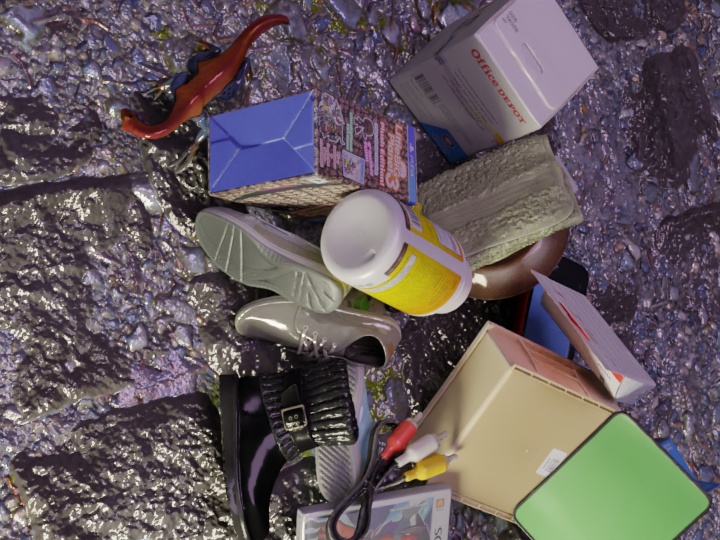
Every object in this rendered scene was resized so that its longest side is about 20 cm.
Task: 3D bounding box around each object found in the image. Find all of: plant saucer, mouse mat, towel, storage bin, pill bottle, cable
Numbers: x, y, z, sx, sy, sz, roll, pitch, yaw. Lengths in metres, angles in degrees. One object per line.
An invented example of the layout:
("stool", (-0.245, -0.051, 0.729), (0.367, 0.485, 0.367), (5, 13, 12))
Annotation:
("plant saucer", (0.168, -0.062, 1.563), (0.037, 0.199, 0.201), (57, 44, -65))
("mouse mat", (0.306, 0.292, 1.483), (0.161, 0.008, 0.200), (46, 103, 9))
("towel", (0.166, -0.084, 1.522), (0.199, 0.037, 0.149), (-24, 60, 4))
("storage bin", (0.194, 0.199, 1.515), (0.198, 0.094, 0.200), (25, 109, -27))
("pill bottle", (0.049, -0.013, 1.394), (0.200, 0.109, 0.110), (28, 66, -52))
("cable", (0.022, 0.234, 1.395), (0.097, 0.050, 0.200), (47, 50, 10))

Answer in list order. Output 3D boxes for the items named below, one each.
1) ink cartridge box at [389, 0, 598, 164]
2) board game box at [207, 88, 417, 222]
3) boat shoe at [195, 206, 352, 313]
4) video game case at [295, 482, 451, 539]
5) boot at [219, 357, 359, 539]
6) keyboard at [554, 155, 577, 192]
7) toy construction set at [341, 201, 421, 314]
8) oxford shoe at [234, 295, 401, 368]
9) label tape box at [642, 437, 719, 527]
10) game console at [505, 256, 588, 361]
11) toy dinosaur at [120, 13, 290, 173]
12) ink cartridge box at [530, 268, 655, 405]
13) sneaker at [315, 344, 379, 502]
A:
("ink cartridge box", (0.173, -0.257, 1.577), (0.145, 0.200, 0.147), (-45, 106, -29))
("board game box", (-0.053, -0.128, 1.403), (0.200, 0.159, 0.097), (11, 75, -53))
("boat shoe", (-0.100, -0.020, 1.414), (0.201, 0.075, 0.065), (24, 37, 13))
("video game case", (0.015, 0.352, 1.435), (0.199, 0.023, 0.183), (-4, 106, -27))
("boot", (-0.078, 0.208, 1.379), (0.157, 0.079, 0.212), (-3, 82, -4))
("keyboard", (0.177, -0.079, 1.544), (0.199, 0.011, 0.056), (-28, 61, 1))
("toy construction set", (0.000, 0.000, 1.491), (0.199, 0.092, 0.132), (-24, 118, -25))
("oxford shoe", (-0.050, 0.075, 1.427), (0.199, 0.075, 0.058), (9, 47, -5))
("label tape box", (0.346, 0.273, 1.593), (0.144, 0.200, 0.064), (-20, 96, -33))
("game console", (0.259, 0.054, 1.626), (0.172, 0.119, 0.201), (24, 71, -26))
("toy dinosaur", (-0.195, -0.215, 1.382), (0.105, 0.200, 0.182), (37, 32, -4))
("ink cartridge box", (0.276, 0.086, 1.500), (0.161, 0.050, 0.200), (55, 19, 26))
("sneaker", (-0.015, 0.188, 1.476), (0.082, 0.074, 0.201), (29, 59, -57))
